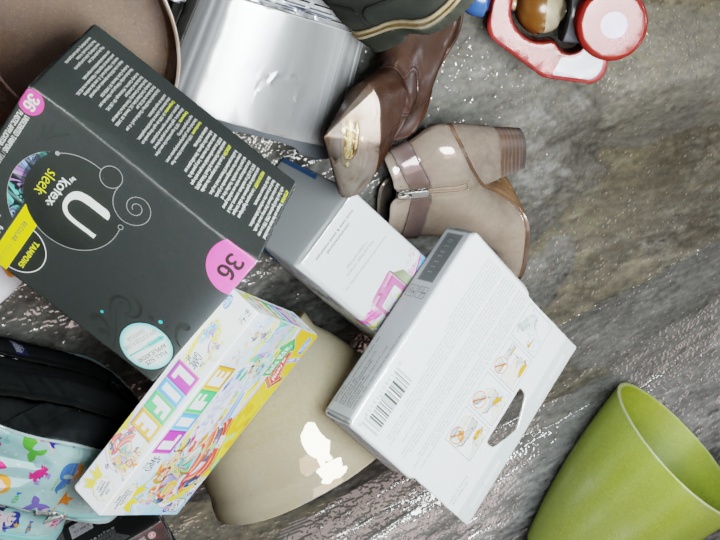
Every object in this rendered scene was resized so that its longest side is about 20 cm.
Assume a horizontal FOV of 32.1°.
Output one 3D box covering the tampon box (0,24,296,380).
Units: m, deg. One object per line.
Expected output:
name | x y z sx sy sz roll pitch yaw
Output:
tampon box | -0.178 -0.051 0.945 0.199 0.127 0.150 38 122 -10

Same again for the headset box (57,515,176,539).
headset box | -0.231 0.334 1.238 0.147 0.075 0.202 -27 121 -12

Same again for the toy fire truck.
toy fire truck | 0.179 -0.279 1.140 0.165 0.112 0.203 8 111 -2

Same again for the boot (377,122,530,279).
boot | 0.088 -0.057 1.213 0.144 0.071 0.202 -15 127 -11

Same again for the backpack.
backpack | -0.281 0.140 1.067 0.198 0.177 0.152 11 112 -39

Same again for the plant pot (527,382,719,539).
plant pot | 0.286 0.263 1.403 0.186 0.188 0.200 30 114 -32

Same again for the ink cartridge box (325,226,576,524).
ink cartridge box | 0.085 0.094 1.105 0.174 0.043 0.201 44 73 -33

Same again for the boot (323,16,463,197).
boot | 0.026 -0.173 1.055 0.063 0.200 0.189 15 115 15

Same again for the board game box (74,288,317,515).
board game box | -0.130 0.112 1.020 0.201 0.034 0.134 -52 159 4

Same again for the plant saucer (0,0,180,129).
plant saucer | -0.229 -0.183 0.975 0.197 0.035 0.203 7 120 11

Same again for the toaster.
toaster | -0.078 -0.176 1.051 0.197 0.114 0.131 12 106 -28

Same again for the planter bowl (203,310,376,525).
planter bowl | -0.074 0.122 1.158 0.198 0.200 0.136 -28 100 -10

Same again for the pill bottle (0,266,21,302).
pill bottle | -0.349 -0.064 0.977 0.111 0.112 0.202 -30 122 -9

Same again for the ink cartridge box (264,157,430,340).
ink cartridge box | 0.000 0.000 1.147 0.085 0.144 0.200 -51 123 -5

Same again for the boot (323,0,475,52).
boot | 0.007 -0.236 0.916 0.137 0.199 0.078 31 64 -23
